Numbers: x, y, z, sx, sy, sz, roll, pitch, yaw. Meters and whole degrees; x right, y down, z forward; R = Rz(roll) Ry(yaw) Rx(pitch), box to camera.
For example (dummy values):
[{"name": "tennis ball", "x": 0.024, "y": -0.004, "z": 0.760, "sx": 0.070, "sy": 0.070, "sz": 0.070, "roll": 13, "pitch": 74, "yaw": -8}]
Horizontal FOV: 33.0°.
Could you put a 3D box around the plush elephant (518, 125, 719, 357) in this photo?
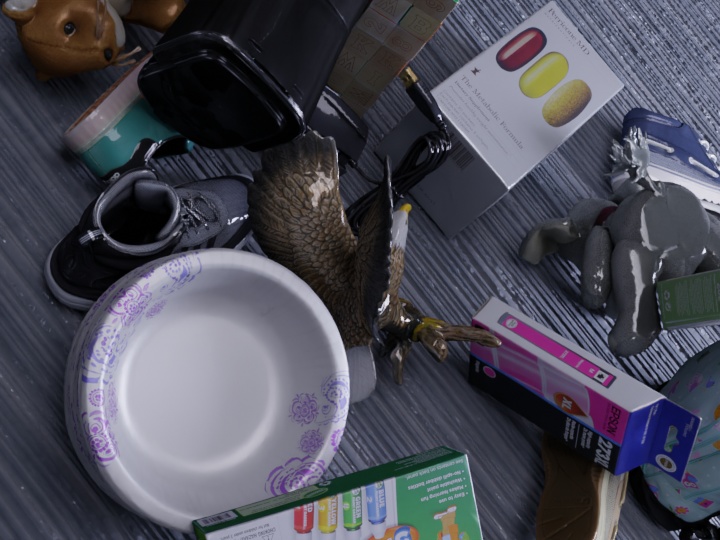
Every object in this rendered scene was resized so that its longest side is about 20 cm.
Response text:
[{"name": "plush elephant", "x": 0.242, "y": -0.017, "z": 1.118, "sx": 0.164, "sy": 0.155, "sz": 0.201, "roll": -20, "pitch": 87, "yaw": -21}]

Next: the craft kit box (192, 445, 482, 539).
[{"name": "craft kit box", "x": -0.001, "y": 0.246, "z": 0.853, "sx": 0.199, "sy": 0.048, "sz": 0.198, "roll": -14, "pitch": 99, "yaw": -21}]

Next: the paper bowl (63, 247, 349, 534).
[{"name": "paper bowl", "x": -0.116, "y": 0.086, "z": 0.889, "sx": 0.200, "sy": 0.104, "sz": 0.202, "roll": 2, "pitch": 85, "yaw": -26}]

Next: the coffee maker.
[{"name": "coffee maker", "x": -0.065, "y": -0.208, "z": 0.935, "sx": 0.134, "sy": 0.192, "sz": 0.200, "roll": 30, "pitch": 59, "yaw": -12}]

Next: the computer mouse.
[{"name": "computer mouse", "x": -0.018, "y": -0.137, "z": 1.039, "sx": 0.200, "sy": 0.140, "sz": 0.046, "roll": 52, "pitch": 20, "yaw": 3}]

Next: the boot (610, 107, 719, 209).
[{"name": "boot", "x": 0.352, "y": -0.095, "z": 1.244, "sx": 0.199, "sy": 0.073, "sz": 0.091, "roll": 22, "pitch": 65, "yaw": -16}]

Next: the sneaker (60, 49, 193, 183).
[{"name": "sneaker", "x": -0.161, "y": -0.139, "z": 1.015, "sx": 0.080, "sy": 0.071, "sz": 0.200, "roll": 50, "pitch": 52, "yaw": -17}]

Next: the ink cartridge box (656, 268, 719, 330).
[{"name": "ink cartridge box", "x": 0.350, "y": 0.016, "z": 0.958, "sx": 0.145, "sy": 0.200, "sz": 0.048, "roll": -4, "pitch": 84, "yaw": -19}]

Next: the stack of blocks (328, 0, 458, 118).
[{"name": "stack of blocks", "x": 0.030, "y": -0.230, "z": 1.066, "sx": 0.058, "sy": 0.200, "sz": 0.115, "roll": 30, "pitch": 56, "yaw": -12}]

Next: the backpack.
[{"name": "backpack", "x": 0.327, "y": 0.134, "z": 1.052, "sx": 0.126, "sy": 0.200, "sz": 0.167, "roll": 32, "pitch": 58, "yaw": -11}]

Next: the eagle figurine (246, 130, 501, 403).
[{"name": "eagle figurine", "x": 0.001, "y": -0.006, "z": 0.968, "sx": 0.200, "sy": 0.151, "sz": 0.151, "roll": 49, "pitch": 26, "yaw": -43}]

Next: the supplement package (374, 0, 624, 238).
[{"name": "supplement package", "x": 0.131, "y": -0.143, "z": 1.132, "sx": 0.114, "sy": 0.110, "sz": 0.200, "roll": 49, "pitch": 56, "yaw": 0}]

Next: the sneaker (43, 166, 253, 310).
[{"name": "sneaker", "x": -0.143, "y": -0.039, "z": 0.944, "sx": 0.200, "sy": 0.114, "sz": 0.076, "roll": -27, "pitch": 82, "yaw": -33}]

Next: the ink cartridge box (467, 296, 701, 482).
[{"name": "ink cartridge box", "x": 0.178, "y": 0.105, "z": 1.001, "sx": 0.200, "sy": 0.095, "sz": 0.037, "roll": 29, "pitch": 56, "yaw": 25}]

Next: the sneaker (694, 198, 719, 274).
[{"name": "sneaker", "x": 0.363, "y": 0.003, "z": 1.208, "sx": 0.200, "sy": 0.070, "sz": 0.090, "roll": 29, "pitch": 55, "yaw": -15}]

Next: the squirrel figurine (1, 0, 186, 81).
[{"name": "squirrel figurine", "x": -0.234, "y": -0.249, "z": 1.000, "sx": 0.199, "sy": 0.142, "sz": 0.187, "roll": 27, "pitch": 71, "yaw": 12}]

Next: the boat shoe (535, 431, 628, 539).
[{"name": "boat shoe", "x": 0.197, "y": 0.180, "z": 1.053, "sx": 0.065, "sy": 0.072, "sz": 0.200, "roll": 60, "pitch": 34, "yaw": -36}]
